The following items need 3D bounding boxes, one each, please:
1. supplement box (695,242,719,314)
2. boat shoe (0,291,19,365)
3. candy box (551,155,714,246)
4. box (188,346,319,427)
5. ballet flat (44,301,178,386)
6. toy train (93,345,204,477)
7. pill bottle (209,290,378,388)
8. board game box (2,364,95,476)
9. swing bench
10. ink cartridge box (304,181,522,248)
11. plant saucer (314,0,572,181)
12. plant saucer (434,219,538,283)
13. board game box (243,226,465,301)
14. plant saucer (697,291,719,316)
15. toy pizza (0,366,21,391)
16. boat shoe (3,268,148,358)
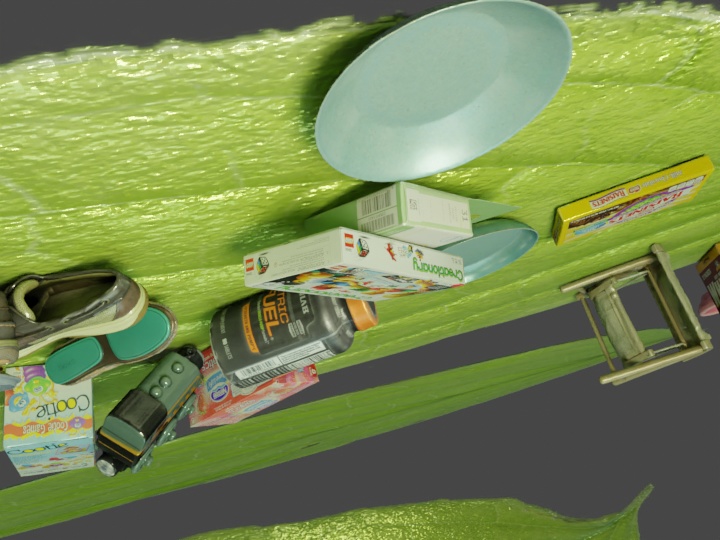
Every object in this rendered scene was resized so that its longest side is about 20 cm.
[{"bbox_3d":[0.834,0.024,1.242,0.199,0.198,0.133,-18,159,6],"label":"supplement box"},{"bbox_3d":[-0.384,0.043,0.535,0.199,0.074,0.074,1,174,9],"label":"boat shoe"},{"bbox_3d":[0.363,-0.090,0.837,0.199,0.027,0.102,-20,162,6],"label":"candy box"},{"bbox_3d":[-0.171,0.157,0.931,0.200,0.103,0.094,-32,154,31],"label":"box"},{"bbox_3d":[-0.284,0.081,0.732,0.199,0.068,0.067,-19,179,20],"label":"ballet flat"},{"bbox_3d":[-0.280,0.185,0.838,0.114,0.085,0.200,-57,179,34],"label":"toy train"},{"bbox_3d":[-0.080,0.068,0.779,0.199,0.107,0.106,-21,158,9],"label":"pill bottle"},{"bbox_3d":[-0.427,0.210,0.858,0.104,0.104,0.200,-1,154,-24],"label":"board game box"},{"bbox_3d":[0.518,0.088,1.155,0.199,0.200,0.130,-28,157,27],"label":"swing bench"},{"bbox_3d":[0.061,-0.041,0.655,0.199,0.048,0.145,6,164,-42],"label":"ink cartridge box"},{"bbox_3d":[0.058,-0.138,0.469,0.200,0.039,0.201,-14,159,-6],"label":"plant saucer"},{"bbox_3d":[0.139,-0.020,0.826,0.199,0.028,0.200,-17,163,-5],"label":"plant saucer"},{"bbox_3d":[0.000,0.000,0.620,0.126,0.035,0.199,-13,166,39],"label":"board game box"},{"bbox_3d":[1.024,0.065,1.690,0.199,0.051,0.201,-15,159,-6],"label":"plant saucer"},{"bbox_3d":[-0.464,0.106,0.640,0.199,0.032,0.200,-2,165,-1],"label":"toy pizza"},{"bbox_3d":[-0.309,0.035,0.586,0.199,0.073,0.065,-16,146,-5],"label":"boat shoe"}]
